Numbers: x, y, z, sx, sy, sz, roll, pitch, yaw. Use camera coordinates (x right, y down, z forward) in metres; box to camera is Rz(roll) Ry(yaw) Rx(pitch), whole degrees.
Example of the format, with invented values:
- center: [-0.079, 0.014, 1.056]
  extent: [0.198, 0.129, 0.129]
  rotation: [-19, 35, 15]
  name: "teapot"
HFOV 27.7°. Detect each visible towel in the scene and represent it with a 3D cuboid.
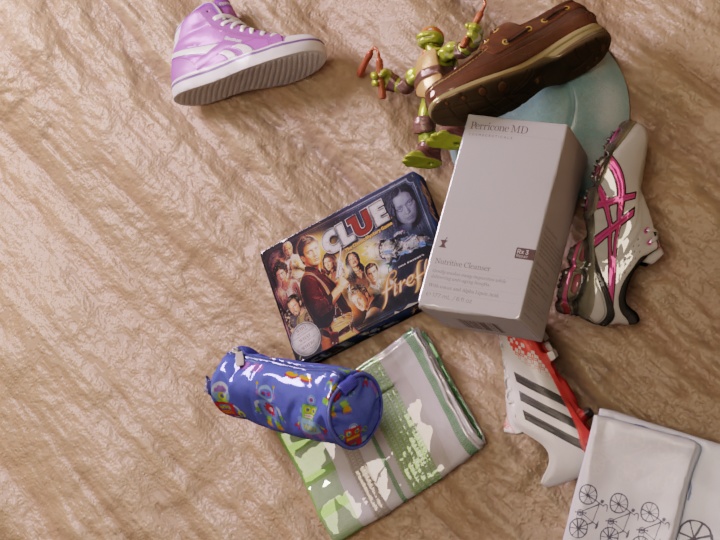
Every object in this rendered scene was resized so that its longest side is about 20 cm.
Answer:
- center: [0.017, 0.172, 1.522]
  extent: [0.199, 0.031, 0.150]
  rotation: [-36, 67, 16]
  name: "towel"

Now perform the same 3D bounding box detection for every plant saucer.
- center: [0.175, -0.160, 1.503]
  extent: [0.199, 0.039, 0.203]
  rotation: [-5, 79, 25]
  name: "plant saucer"

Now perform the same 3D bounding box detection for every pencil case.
- center: [-0.070, 0.127, 1.517]
  extent: [0.199, 0.087, 0.078]
  rotation: [9, 40, 42]
  name: "pencil case"

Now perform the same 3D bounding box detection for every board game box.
- center: [0.000, 0.000, 1.560]
  extent: [0.199, 0.035, 0.136]
  rotation: [-28, 69, 19]
  name: "board game box"

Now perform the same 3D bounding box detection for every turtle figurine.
- center: [0.071, -0.191, 1.535]
  extent: [0.199, 0.064, 0.163]
  rotation: [-22, 60, 43]
  name: "turtle figurine"

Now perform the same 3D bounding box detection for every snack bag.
- center: [0.291, 0.246, 1.358]
  extent: [0.198, 0.021, 0.190]
  rotation: [15, 88, 13]
  name: "snack bag"

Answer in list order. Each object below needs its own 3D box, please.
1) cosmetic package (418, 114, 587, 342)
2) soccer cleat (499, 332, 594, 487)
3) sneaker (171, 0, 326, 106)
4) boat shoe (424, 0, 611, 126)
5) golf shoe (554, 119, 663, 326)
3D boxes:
- center: [0.140, -0.042, 1.417]
  extent: [0.112, 0.081, 0.202]
  rotation: [7, 76, 27]
  name: "cosmetic package"
- center: [0.166, 0.118, 1.440]
  extent: [0.085, 0.069, 0.201]
  rotation: [-33, 73, 8]
  name: "soccer cleat"
- center: [-0.132, -0.265, 1.654]
  extent: [0.199, 0.073, 0.115]
  rotation: [-9, 73, 24]
  name: "sneaker"
- center: [0.149, -0.207, 1.451]
  extent: [0.199, 0.072, 0.068]
  rotation: [-26, 65, -8]
  name: "boat shoe"
- center: [0.257, -0.045, 1.430]
  extent: [0.091, 0.073, 0.202]
  rotation: [16, 95, 13]
  name: "golf shoe"
